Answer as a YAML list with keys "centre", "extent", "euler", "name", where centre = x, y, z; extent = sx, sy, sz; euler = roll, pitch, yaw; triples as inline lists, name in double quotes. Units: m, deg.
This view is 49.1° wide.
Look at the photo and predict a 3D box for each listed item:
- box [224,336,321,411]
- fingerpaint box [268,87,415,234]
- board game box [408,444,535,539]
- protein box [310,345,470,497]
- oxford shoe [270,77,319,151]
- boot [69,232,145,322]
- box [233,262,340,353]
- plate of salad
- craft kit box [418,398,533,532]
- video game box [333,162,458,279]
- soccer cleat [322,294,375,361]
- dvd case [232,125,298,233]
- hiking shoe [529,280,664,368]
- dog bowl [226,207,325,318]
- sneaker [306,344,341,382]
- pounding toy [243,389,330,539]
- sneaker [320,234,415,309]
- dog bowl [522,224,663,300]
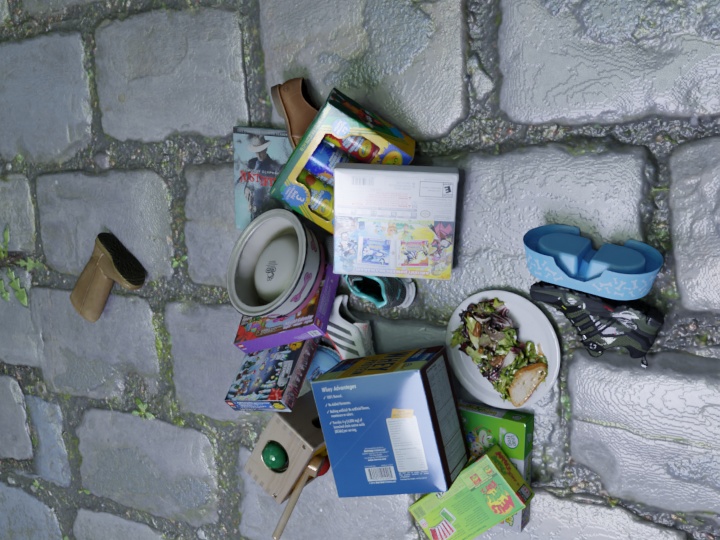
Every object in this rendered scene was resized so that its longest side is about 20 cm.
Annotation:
- centre: [-0.154, 0.165, 1.455]
  extent: [0.136, 0.201, 0.040]
  euler: [-6, 137, 33]
  name: "box"
- centre: [-0.031, -0.170, 1.315]
  extent: [0.166, 0.073, 0.200]
  euler: [32, 121, -12]
  name: "fingerpaint box"
- centre: [0.183, 0.388, 1.321]
  extent: [0.102, 0.048, 0.200]
  euler: [52, 123, 11]
  name: "board game box"
- centre: [0.052, 0.249, 1.302]
  extent: [0.198, 0.135, 0.201]
  euler: [-11, 96, 25]
  name: "protein box"
- centre: [-0.088, -0.242, 1.383]
  extent: [0.071, 0.071, 0.201]
  euler: [-21, 96, 16]
  name: "oxford shoe"
- centre: [-0.567, 0.040, 1.764]
  extent: [0.175, 0.066, 0.200]
  euler: [50, 122, 27]
  name: "boot"
- centre: [-0.136, 0.070, 1.453]
  extent: [0.199, 0.137, 0.039]
  euler: [-16, 135, 34]
  name: "box"
- centre: [0.224, 0.132, 1.282]
  extent: [0.199, 0.048, 0.201]
  euler: [9, 107, 31]
  name: "plate of salad"
- centre: [0.194, 0.326, 1.353]
  extent: [0.197, 0.048, 0.201]
  euler: [7, 105, 29]
  name: "craft kit box"
- centre: [0.056, -0.079, 1.280]
  extent: [0.199, 0.047, 0.183]
  euler: [4, 112, 5]
  name: "video game box"
- centre: [-0.004, 0.135, 1.420]
  extent: [0.085, 0.069, 0.200]
  euler: [-40, 79, 24]
  name: "soccer cleat"
- centre: [-0.179, -0.167, 1.485]
  extent: [0.145, 0.022, 0.201]
  euler: [11, 107, 30]
  name: "dvd case"
- centre: [0.340, 0.078, 1.177]
  extent: [0.199, 0.076, 0.101]
  euler: [20, 108, 27]
  name: "hiking shoe"
- centre: [-0.146, -0.005, 1.405]
  extent: [0.199, 0.074, 0.201]
  euler: [-17, 61, 35]
  name: "dog bowl"
- centre: [-0.053, 0.214, 1.454]
  extent: [0.200, 0.090, 0.079]
  euler: [41, 120, 22]
  name: "sneaker"
- centre: [-0.112, 0.350, 1.460]
  extent: [0.142, 0.200, 0.185]
  euler: [39, 120, 18]
  name: "pounding toy"
- centre: [0.000, 0.000, 1.368]
  extent: [0.200, 0.091, 0.078]
  euler: [33, 117, 22]
  name: "sneaker"
- centre: [0.332, -0.011, 1.144]
  extent: [0.199, 0.111, 0.050]
  euler: [15, 123, 29]
  name: "dog bowl"
